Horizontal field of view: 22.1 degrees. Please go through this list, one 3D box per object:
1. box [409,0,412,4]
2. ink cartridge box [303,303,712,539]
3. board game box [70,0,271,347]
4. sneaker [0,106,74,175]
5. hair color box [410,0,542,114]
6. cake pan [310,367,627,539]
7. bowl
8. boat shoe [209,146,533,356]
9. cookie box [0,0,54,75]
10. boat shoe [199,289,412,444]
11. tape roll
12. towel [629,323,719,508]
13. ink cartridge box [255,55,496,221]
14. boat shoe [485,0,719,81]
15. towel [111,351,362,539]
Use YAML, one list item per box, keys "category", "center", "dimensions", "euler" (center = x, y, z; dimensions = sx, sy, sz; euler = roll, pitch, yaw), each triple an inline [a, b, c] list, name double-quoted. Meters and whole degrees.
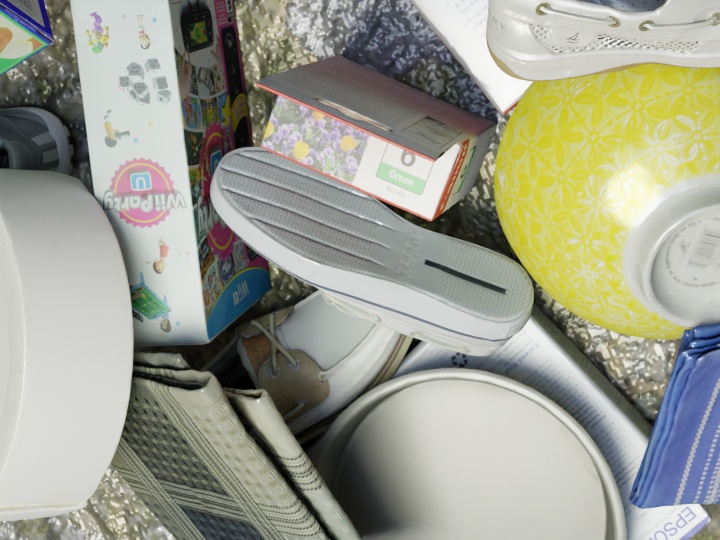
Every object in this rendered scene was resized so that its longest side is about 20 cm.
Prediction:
- category: "box"
  center: [0.128, -0.144, 1.083]
  dimensions: [0.198, 0.039, 0.042]
  euler: [22, 106, 8]
- category: "ink cartridge box"
  center: [0.083, 0.135, 1.149]
  dimensions: [0.199, 0.041, 0.200]
  euler: [-43, 90, 18]
- category: "board game box"
  center: [-0.110, -0.069, 1.098]
  dimensions: [0.064, 0.148, 0.202]
  euler: [-3, 101, 12]
- category: "sneaker"
  center: [-0.289, -0.064, 1.157]
  dimensions: [0.198, 0.115, 0.076]
  euler: [-9, 99, 14]
- category: "hair color box"
  center: [0.058, -0.198, 1.036]
  dimensions: [0.101, 0.061, 0.201]
  euler: [-38, 92, 16]
- category: "cake pan"
  center: [0.063, 0.152, 1.115]
  dimensions: [0.198, 0.037, 0.203]
  euler: [3, 104, 13]
- category: "bowl"
  center: [0.180, -0.032, 1.014]
  dimensions: [0.198, 0.108, 0.202]
  euler: [-5, 124, -7]
- category: "boat shoe"
  center: [0.000, 0.000, 1.068]
  dimensions: [0.199, 0.074, 0.067]
  euler: [27, 144, 2]
- category: "cookie box"
  center: [-0.300, -0.167, 1.120]
  dimensions: [0.199, 0.075, 0.172]
  euler: [-29, 59, 17]
- category: "boat shoe"
  center: [-0.046, 0.063, 1.137]
  dimensions: [0.200, 0.068, 0.075]
  euler: [-45, 46, 17]
- category: "tape roll"
  center: [-0.208, 0.043, 1.057]
  dimensions: [0.201, 0.070, 0.205]
  euler: [-2, 88, 51]
- category: "towel"
  center: [0.259, 0.086, 1.040]
  dimensions: [0.198, 0.024, 0.146]
  euler: [0, 133, -10]
- category: "ink cartridge box"
  center: [0.006, -0.074, 1.041]
  dimensions: [0.108, 0.200, 0.051]
  euler: [24, 105, 8]
- category: "boat shoe"
  center: [0.163, -0.148, 0.952]
  dimensions: [0.198, 0.070, 0.071]
  euler: [-12, 56, -3]
- category: "towel"
  center: [-0.086, 0.116, 1.084]
  dimensions: [0.192, 0.035, 0.201]
  euler: [6, 138, 50]
